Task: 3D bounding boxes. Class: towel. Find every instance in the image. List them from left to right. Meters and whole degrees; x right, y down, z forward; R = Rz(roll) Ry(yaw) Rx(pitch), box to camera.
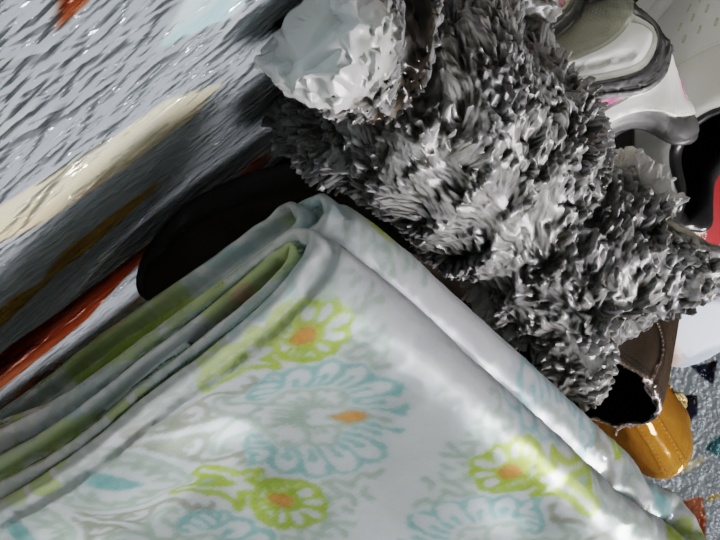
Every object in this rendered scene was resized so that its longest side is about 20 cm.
[{"bbox_3d":[-0.015,0.080,0.688,0.171,0.200,0.048,-33,-143,23],"label":"towel"}]

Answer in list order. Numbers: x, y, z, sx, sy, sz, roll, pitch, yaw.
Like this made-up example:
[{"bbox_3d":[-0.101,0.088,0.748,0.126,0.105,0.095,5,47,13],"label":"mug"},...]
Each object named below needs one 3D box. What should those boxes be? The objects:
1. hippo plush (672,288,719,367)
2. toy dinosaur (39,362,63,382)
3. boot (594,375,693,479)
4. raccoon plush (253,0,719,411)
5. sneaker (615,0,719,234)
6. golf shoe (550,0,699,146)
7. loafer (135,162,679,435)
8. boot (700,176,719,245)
[{"bbox_3d":[0.194,-0.057,1.107,0.199,0.160,0.161,-4,-152,-13],"label":"hippo plush"},{"bbox_3d":[-0.022,0.087,0.750,0.180,0.106,0.200,2,178,15],"label":"toy dinosaur"},{"bbox_3d":[0.102,0.021,1.164,0.071,0.144,0.201,-32,-155,4],"label":"boot"},{"bbox_3d":[0.034,-0.015,0.663,0.097,0.134,0.200,-39,176,25],"label":"raccoon plush"},{"bbox_3d":[0.148,-0.101,0.845,0.074,0.080,0.201,19,108,-51],"label":"sneaker"},{"bbox_3d":[0.028,-0.025,0.816,0.200,0.092,0.073,-39,179,15],"label":"golf shoe"},{"bbox_3d":[0.024,0.015,0.761,0.199,0.072,0.073,4,141,-19],"label":"loafer"},{"bbox_3d":[0.096,-0.004,0.935,0.144,0.072,0.200,-40,173,-34],"label":"boot"}]
